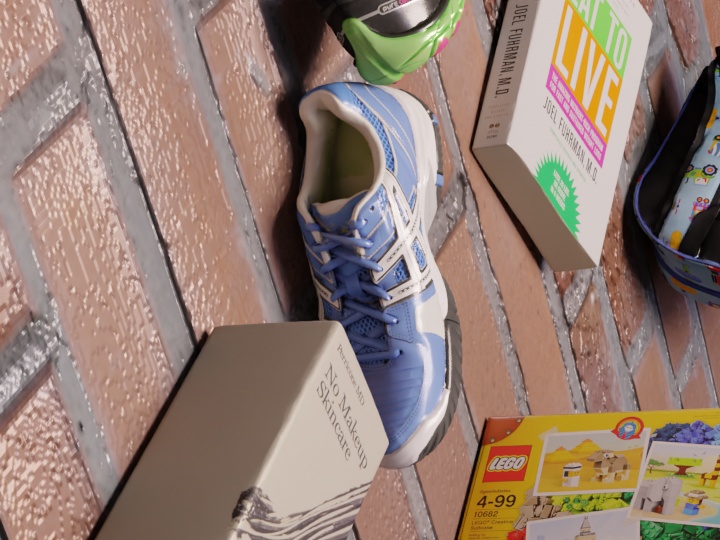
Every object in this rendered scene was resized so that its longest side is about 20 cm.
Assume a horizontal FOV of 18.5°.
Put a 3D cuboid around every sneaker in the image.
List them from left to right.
[{"bbox_3d":[0.000,0.000,1.100,0.077,0.076,0.201,18,60,-56],"label":"sneaker"},{"bbox_3d":[0.016,-0.184,1.141,0.084,0.077,0.200,42,33,-30],"label":"sneaker"}]

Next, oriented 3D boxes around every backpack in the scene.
[{"bbox_3d":[0.295,-0.043,1.604,0.200,0.182,0.135,-54,152,-34],"label":"backpack"}]

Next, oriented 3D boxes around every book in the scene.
[{"bbox_3d":[0.126,-0.119,1.412,0.134,0.048,0.200,51,44,-45],"label":"book"}]

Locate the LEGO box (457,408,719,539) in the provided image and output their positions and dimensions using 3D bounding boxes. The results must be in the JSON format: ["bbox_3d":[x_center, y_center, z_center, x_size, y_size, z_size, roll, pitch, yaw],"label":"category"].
[{"bbox_3d":[0.161,0.159,1.252,0.077,0.200,0.149,61,34,-41],"label":"LEGO box"}]

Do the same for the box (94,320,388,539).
[{"bbox_3d":[-0.057,0.113,0.954,0.082,0.068,0.200,68,31,-33],"label":"box"}]
